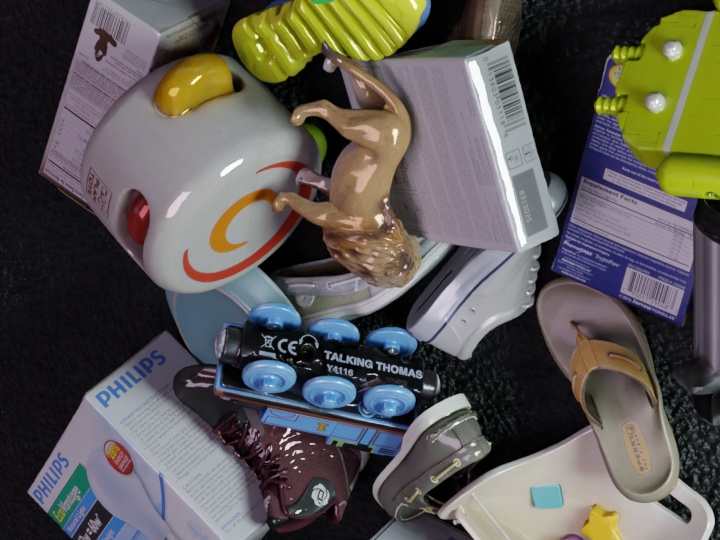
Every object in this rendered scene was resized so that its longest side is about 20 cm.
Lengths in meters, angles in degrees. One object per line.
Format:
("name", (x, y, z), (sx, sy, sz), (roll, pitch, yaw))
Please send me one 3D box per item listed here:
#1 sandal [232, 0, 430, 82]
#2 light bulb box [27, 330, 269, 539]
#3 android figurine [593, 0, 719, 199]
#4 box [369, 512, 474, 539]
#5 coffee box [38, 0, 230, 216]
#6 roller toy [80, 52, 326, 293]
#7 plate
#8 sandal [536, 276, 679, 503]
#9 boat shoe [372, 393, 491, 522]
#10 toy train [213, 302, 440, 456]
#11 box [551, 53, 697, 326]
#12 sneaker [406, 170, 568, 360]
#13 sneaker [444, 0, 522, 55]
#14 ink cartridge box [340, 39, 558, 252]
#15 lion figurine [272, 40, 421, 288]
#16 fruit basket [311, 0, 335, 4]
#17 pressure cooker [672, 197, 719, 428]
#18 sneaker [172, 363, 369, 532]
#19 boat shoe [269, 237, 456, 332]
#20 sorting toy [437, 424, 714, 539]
("sandal", (-0.018, -0.214, 1.552), (0.200, 0.087, 0.080), (-3, 126, 46))
("light bulb box", (-0.186, 0.204, 1.822), (0.200, 0.125, 0.198), (44, 137, 8))
("android figurine", (0.268, -0.132, 1.391), (0.199, 0.183, 0.041), (10, 158, 34))
("box", (0.037, 0.299, 1.692), (0.116, 0.200, 0.060), (27, 123, 21))
("coffee box", (-0.201, -0.162, 1.692), (0.080, 0.114, 0.200), (34, 126, 15))
("roller toy", (-0.140, -0.086, 1.620), (0.182, 0.200, 0.140), (-47, 66, 9))
("plate", (-0.116, 0.060, 1.754), (0.200, 0.026, 0.201), (30, 141, 28))
("sandal", (0.204, 0.096, 1.565), (0.080, 0.054, 0.201), (-23, 82, 20))
("boat shoe", (0.063, 0.180, 1.671), (0.060, 0.072, 0.202), (56, 153, 20))
("toy train", (-0.034, 0.096, 1.648), (0.199, 0.087, 0.114), (12, 144, -12))
("box", (0.231, -0.067, 1.510), (0.121, 0.032, 0.201), (25, 123, 21))
("sneaker", (0.120, -0.003, 1.598), (0.071, 0.073, 0.200), (30, 127, -14))
("sneaker", (0.078, -0.154, 1.541), (0.075, 0.070, 0.201), (17, 120, 18))
("ink cartridge box", (0.068, -0.101, 1.528), (0.200, 0.050, 0.163), (13, 123, 61))
("lion figurine", (0.003, -0.080, 1.529), (0.122, 0.072, 0.200), (25, 132, 17))
("fruit basket", (0.014, -0.305, 1.454), (0.185, 0.201, 0.094), (-2, 153, 34))
("pressure cooker", (0.328, 0.033, 1.401), (0.175, 0.179, 0.201), (7, 115, 27))
("sneaker", (-0.087, 0.168, 1.717), (0.200, 0.116, 0.076), (26, 147, -17))
("boat shoe", (0.000, 0.000, 1.663), (0.202, 0.074, 0.065), (-25, 101, 44))
("sorting toy", (0.203, 0.220, 1.623), (0.200, 0.107, 0.180), (50, 117, 13))
